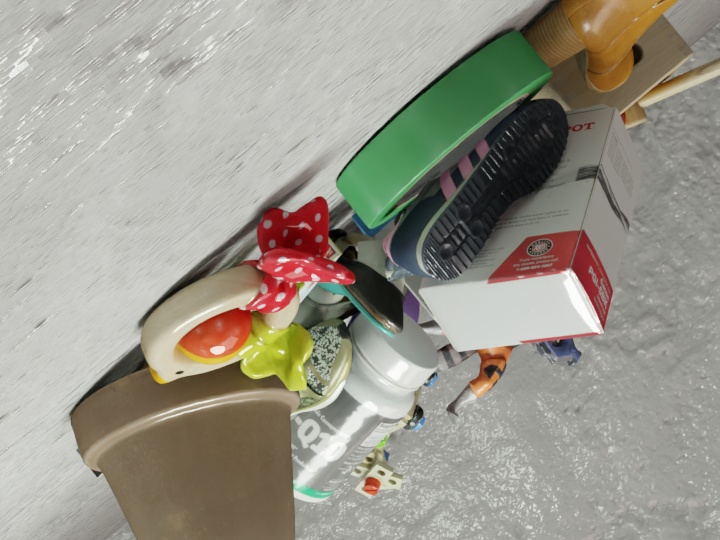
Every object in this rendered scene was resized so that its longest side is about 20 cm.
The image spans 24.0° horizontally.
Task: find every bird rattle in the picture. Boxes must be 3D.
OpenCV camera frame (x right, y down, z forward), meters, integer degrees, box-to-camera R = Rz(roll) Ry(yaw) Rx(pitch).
[{"bbox_3d":[-0.089,0.036,1.300,0.162,0.114,0.200,-21,167,-19],"label":"bird rattle"}]

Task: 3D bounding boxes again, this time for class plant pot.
[{"bbox_3d":[-0.134,0.181,1.442,0.198,0.176,0.200,-15,163,-5],"label":"plant pot"}]

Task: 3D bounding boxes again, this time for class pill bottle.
[{"bbox_3d":[-0.016,0.134,1.736,0.200,0.113,0.113,-49,173,22],"label":"pill bottle"}]

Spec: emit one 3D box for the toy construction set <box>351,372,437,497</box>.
[{"bbox_3d":[0.026,0.146,1.879,0.131,0.092,0.202,-30,-136,41],"label":"toy construction set"}]

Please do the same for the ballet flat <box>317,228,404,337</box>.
[{"bbox_3d":[0.000,0.000,1.587,0.069,0.068,0.200,-51,-150,-3],"label":"ballet flat"}]

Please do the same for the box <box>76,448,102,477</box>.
[{"bbox_3d":[-0.181,0.117,1.693,0.200,0.038,0.137,-37,175,-43],"label":"box"}]

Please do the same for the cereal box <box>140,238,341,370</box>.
[{"bbox_3d":[-0.117,0.049,1.543,0.200,0.040,0.144,-38,175,-33],"label":"cereal box"}]

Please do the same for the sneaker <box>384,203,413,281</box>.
[{"bbox_3d":[0.054,-0.060,1.541,0.077,0.087,0.200,-18,-161,24],"label":"sneaker"}]

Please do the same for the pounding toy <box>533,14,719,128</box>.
[{"bbox_3d":[0.247,-0.181,1.663,0.199,0.143,0.184,-38,176,-25],"label":"pounding toy"}]

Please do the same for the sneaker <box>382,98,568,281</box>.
[{"bbox_3d":[0.093,-0.075,1.417,0.200,0.070,0.082,-45,-149,-24],"label":"sneaker"}]

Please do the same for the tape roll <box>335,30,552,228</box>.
[{"bbox_3d":[0.070,-0.117,1.408,0.200,0.048,0.200,-40,176,-3],"label":"tape roll"}]

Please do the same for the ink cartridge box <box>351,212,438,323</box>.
[{"bbox_3d":[0.095,-0.014,1.653,0.115,0.200,0.068,-40,144,1],"label":"ink cartridge box"}]

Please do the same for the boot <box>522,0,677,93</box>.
[{"bbox_3d":[0.240,-0.221,1.471,0.143,0.071,0.200,-31,166,30],"label":"boot"}]

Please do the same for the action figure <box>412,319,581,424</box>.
[{"bbox_3d":[0.132,0.041,1.812,0.192,0.201,0.105,-29,179,-24],"label":"action figure"}]

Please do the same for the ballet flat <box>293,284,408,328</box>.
[{"bbox_3d":[-0.019,0.009,1.720,0.199,0.068,0.064,-13,144,-45],"label":"ballet flat"}]

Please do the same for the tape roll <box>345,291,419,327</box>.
[{"bbox_3d":[-0.024,0.078,1.886,0.200,0.065,0.201,-40,-153,26],"label":"tape roll"}]

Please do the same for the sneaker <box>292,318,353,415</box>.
[{"bbox_3d":[-0.090,0.112,1.668,0.199,0.077,0.088,-37,153,28],"label":"sneaker"}]

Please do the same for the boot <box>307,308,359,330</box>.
[{"bbox_3d":[-0.092,0.057,1.817,0.200,0.075,0.097,-40,157,26],"label":"boot"}]

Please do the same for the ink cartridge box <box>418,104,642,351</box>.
[{"bbox_3d":[0.151,-0.037,1.457,0.145,0.083,0.201,-8,-138,32],"label":"ink cartridge box"}]
